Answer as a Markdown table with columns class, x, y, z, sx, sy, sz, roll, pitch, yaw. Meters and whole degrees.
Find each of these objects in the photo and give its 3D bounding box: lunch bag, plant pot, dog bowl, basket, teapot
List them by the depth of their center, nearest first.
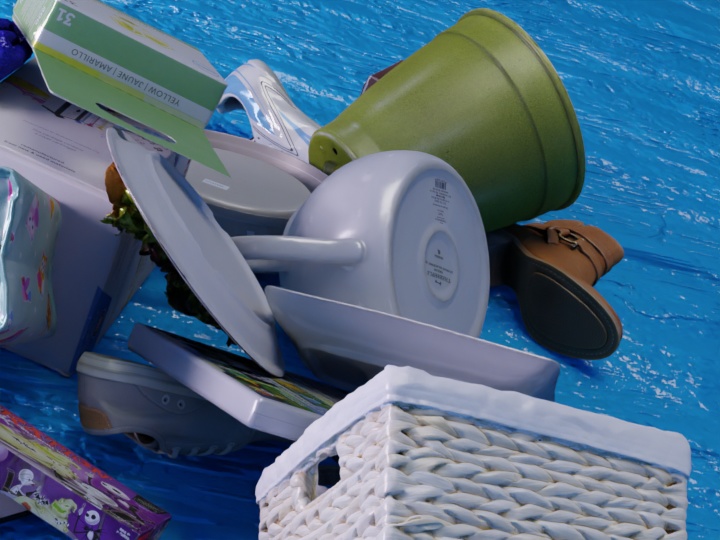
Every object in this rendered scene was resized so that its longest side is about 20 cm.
| class | x | y | z | sx | sy | sz | roll | pitch | yaw |
| --- | --- | --- | --- | --- | --- | --- | --- | --- | --- |
| basket | 0.059 | 0.175 | 1.018 | 0.200 | 0.198 | 0.161 | 13 | 61 | -21 |
| lunch bag | -0.300 | -0.014 | 1.134 | 0.199 | 0.122 | 0.170 | 4 | -5 | 2 |
| teapot | 0.000 | 0.000 | 1.420 | 0.146 | 0.200 | 0.198 | -3 | 36 | 31 |
| dog bowl | -0.114 | -0.059 | 1.525 | 0.200 | 0.059 | 0.200 | 14 | 20 | -5 |
| plant pot | 0.064 | -0.104 | 1.615 | 0.193 | 0.201 | 0.200 | -28 | 48 | -20 |

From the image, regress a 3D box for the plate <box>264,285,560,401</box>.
| class | x | y | z | sx | sy | sz | roll | pitch | yaw |
| --- | --- | --- | --- | --- | --- | --- | --- | --- | --- |
| plate | 0.036 | 0.069 | 1.246 | 0.199 | 0.032 | 0.200 | 14 | -13 | 8 |

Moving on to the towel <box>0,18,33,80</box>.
| class | x | y | z | sx | sy | sz | roll | pitch | yaw |
| --- | --- | --- | --- | --- | --- | --- | --- | --- | --- |
| towel | -0.332 | -0.120 | 1.307 | 0.050 | 0.200 | 0.148 | 56 | 0 | -13 |

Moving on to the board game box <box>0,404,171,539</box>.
| class | x | y | z | sx | sy | sz | roll | pitch | yaw |
| --- | --- | --- | --- | --- | --- | --- | --- | --- | --- |
| board game box | -0.211 | 0.109 | 1.082 | 0.200 | 0.032 | 0.120 | 32 | -5 | 4 |

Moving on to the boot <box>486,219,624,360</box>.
| class | x | y | z | sx | sy | sz | roll | pitch | yaw |
| --- | --- | --- | --- | --- | --- | --- | --- | --- | --- |
| boot | 0.196 | 0.005 | 1.652 | 0.155 | 0.074 | 0.200 | -13 | 39 | -44 |

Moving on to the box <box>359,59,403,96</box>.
| class | x | y | z | sx | sy | sz | roll | pitch | yaw |
| --- | --- | --- | --- | --- | --- | --- | --- | --- | --- |
| box | 0.100 | -0.139 | 1.875 | 0.200 | 0.075 | 0.100 | 27 | 24 | 14 |

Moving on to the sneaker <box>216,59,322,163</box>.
| class | x | y | z | sx | sy | sz | roll | pitch | yaw |
| --- | --- | --- | --- | --- | --- | --- | --- | --- | --- |
| sneaker | -0.061 | -0.117 | 1.722 | 0.200 | 0.072 | 0.072 | 46 | 3 | 19 |

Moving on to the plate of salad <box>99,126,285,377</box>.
| class | x | y | z | sx | sy | sz | roll | pitch | yaw |
| --- | --- | --- | --- | --- | --- | --- | --- | --- | --- |
| plate of salad | -0.115 | -0.007 | 1.195 | 0.200 | 0.048 | 0.200 | 55 | 4 | -6 |

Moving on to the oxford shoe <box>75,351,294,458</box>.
| class | x | y | z | sx | sy | sz | roll | pitch | yaw |
| --- | --- | --- | --- | --- | --- | --- | --- | --- | --- |
| oxford shoe | -0.116 | 0.101 | 1.235 | 0.075 | 0.058 | 0.200 | 8 | -7 | 45 |

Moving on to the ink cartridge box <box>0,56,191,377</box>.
| class | x | y | z | sx | sy | sz | roll | pitch | yaw |
| --- | --- | --- | --- | --- | --- | --- | --- | --- | --- |
| ink cartridge box | -0.224 | -0.049 | 1.330 | 0.144 | 0.148 | 0.200 | 23 | 24 | 2 |

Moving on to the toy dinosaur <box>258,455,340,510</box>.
| class | x | y | z | sx | sy | sz | roll | pitch | yaw |
| --- | --- | --- | --- | --- | --- | --- | --- | --- | --- |
| toy dinosaur | 0.019 | 0.143 | 1.274 | 0.199 | 0.048 | 0.088 | 9 | 34 | -20 |

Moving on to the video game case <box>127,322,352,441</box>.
| class | x | y | z | sx | sy | sz | roll | pitch | yaw |
| --- | --- | --- | --- | --- | --- | --- | --- | --- | --- |
| video game case | -0.036 | 0.089 | 1.167 | 0.182 | 0.022 | 0.200 | 21 | 1 | -31 |

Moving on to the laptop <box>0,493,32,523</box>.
| class | x | y | z | sx | sy | sz | roll | pitch | yaw |
| --- | --- | --- | --- | --- | --- | --- | --- | --- | --- |
| laptop | -0.307 | 0.068 | 1.062 | 0.187 | 0.116 | 0.200 | 38 | 29 | 29 |

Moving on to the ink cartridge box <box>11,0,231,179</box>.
| class | x | y | z | sx | sy | sz | roll | pitch | yaw |
| --- | --- | --- | --- | --- | --- | --- | --- | --- | --- |
| ink cartridge box | -0.164 | -0.143 | 1.280 | 0.145 | 0.048 | 0.200 | 25 | 11 | -26 |
